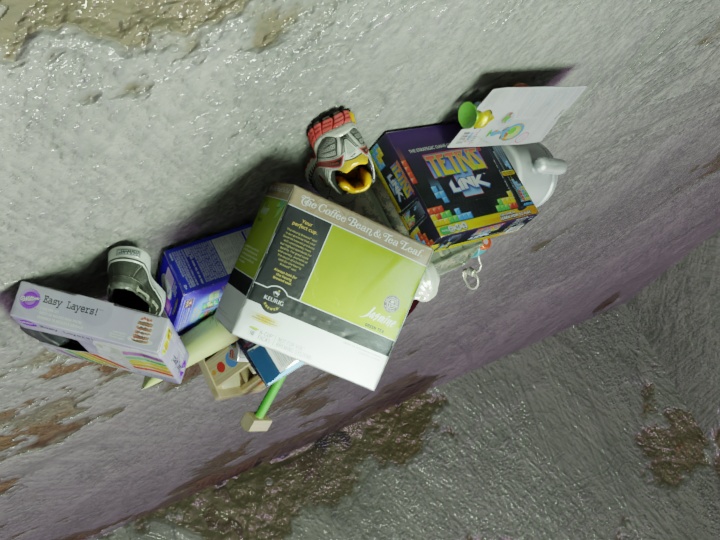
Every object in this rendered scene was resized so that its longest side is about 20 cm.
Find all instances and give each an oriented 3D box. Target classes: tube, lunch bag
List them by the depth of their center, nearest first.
[{"bbox_3d":[-0.227,0.101,1.400,0.200,0.052,0.058,-31,164,15],"label":"tube"},{"bbox_3d":[0.045,-0.057,1.424,0.200,0.164,0.118,-24,169,-14],"label":"lunch bag"}]

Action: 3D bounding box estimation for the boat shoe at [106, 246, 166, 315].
[{"bbox_3d":[-0.300,0.037,1.296,0.071,0.064,0.200,2,156,-1],"label":"boat shoe"}]

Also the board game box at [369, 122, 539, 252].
[{"bbox_3d":[0.130,-0.119,1.365,0.200,0.166,0.057,-15,162,-39],"label":"board game box"}]

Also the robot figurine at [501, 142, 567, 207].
[{"bbox_3d":[0.232,-0.148,1.540,0.169,0.113,0.200,-5,-179,39],"label":"robot figurine"}]

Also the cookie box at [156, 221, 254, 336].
[{"bbox_3d":[-0.182,0.006,1.404,0.200,0.075,0.171,-20,163,-25],"label":"cookie box"}]

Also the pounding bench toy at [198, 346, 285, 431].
[{"bbox_3d":[-0.164,0.153,1.665,0.156,0.200,0.124,-36,162,28],"label":"pounding bench toy"}]

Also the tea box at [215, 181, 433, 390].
[{"bbox_3d":[-0.049,0.016,1.251,0.197,0.200,0.134,-66,-161,0],"label":"tea box"}]

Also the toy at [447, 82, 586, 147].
[{"bbox_3d":[0.211,-0.226,1.377,0.200,0.047,0.115,-14,153,-41],"label":"toy"}]

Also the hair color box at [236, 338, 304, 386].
[{"bbox_3d":[-0.120,0.097,1.415,0.100,0.061,0.200,-31,-169,-10],"label":"hair color box"}]

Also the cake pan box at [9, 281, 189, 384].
[{"bbox_3d":[-0.329,0.081,1.264,0.200,0.052,0.184,15,160,2],"label":"cake pan box"}]

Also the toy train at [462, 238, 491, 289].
[{"bbox_3d":[0.135,-0.067,1.559,0.056,0.200,0.150,-29,143,-33],"label":"toy train"}]

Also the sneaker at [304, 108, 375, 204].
[{"bbox_3d":[-0.024,-0.122,1.254,0.078,0.082,0.200,-26,165,-5],"label":"sneaker"}]

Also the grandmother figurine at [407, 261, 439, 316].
[{"bbox_3d":[0.049,0.049,1.362,0.121,0.061,0.200,-50,178,-38],"label":"grandmother figurine"}]

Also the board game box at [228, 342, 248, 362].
[{"bbox_3d":[-0.109,0.085,1.580,0.200,0.126,0.035,5,-179,-33],"label":"board game box"}]
